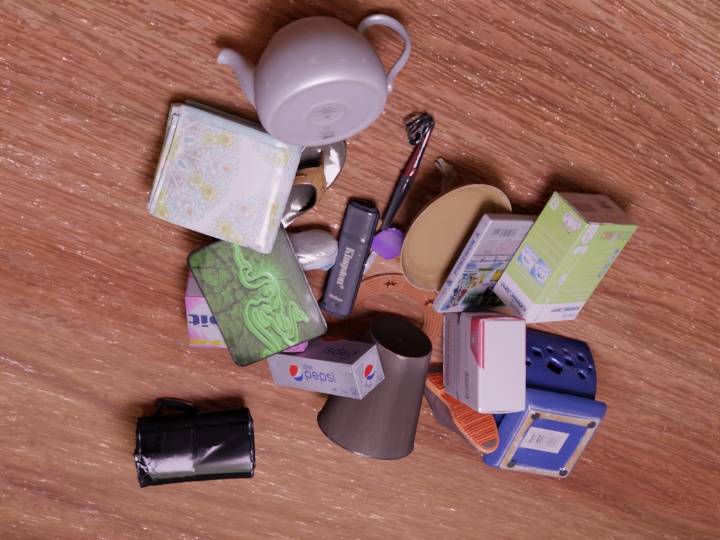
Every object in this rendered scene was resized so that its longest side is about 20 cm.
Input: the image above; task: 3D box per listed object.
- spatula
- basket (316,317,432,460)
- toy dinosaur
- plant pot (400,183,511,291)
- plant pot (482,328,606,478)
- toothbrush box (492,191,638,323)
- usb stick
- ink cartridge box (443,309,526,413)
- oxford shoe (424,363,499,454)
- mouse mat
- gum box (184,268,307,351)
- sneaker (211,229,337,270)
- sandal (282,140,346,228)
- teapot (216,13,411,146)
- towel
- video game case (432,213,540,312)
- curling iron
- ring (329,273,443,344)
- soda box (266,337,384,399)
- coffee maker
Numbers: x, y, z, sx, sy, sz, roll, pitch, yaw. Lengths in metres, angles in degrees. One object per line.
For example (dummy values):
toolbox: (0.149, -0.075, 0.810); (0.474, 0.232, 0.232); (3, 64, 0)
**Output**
spatula: (0.000, 0.000, 1.600); (0.056, 0.021, 0.200); (36, 113, -29)
basket: (0.039, 0.194, 1.655); (0.177, 0.137, 0.203); (16, 118, -8)
toy dinosaur: (0.152, -0.078, 1.549); (0.100, 0.059, 0.201); (-29, 124, 10)
plant pot: (0.143, -0.055, 1.518); (0.197, 0.028, 0.203); (-18, 135, -18)
plant pot: (0.304, 0.240, 1.722); (0.196, 0.181, 0.202); (12, 123, -18)
toothbrush box: (0.325, -0.019, 1.570); (0.144, 0.086, 0.202); (-2, 130, -42)
usb stick: (-0.017, -0.017, 1.564); (0.054, 0.033, 0.203); (17, 116, 3)
ink cartridge box: (0.198, 0.141, 1.598); (0.083, 0.200, 0.149); (0, 93, -12)
oxford shoe: (0.172, 0.251, 1.704); (0.070, 0.201, 0.074); (-12, 133, -25)
mouse mat: (-0.156, 0.036, 1.493); (0.158, 0.008, 0.203); (-22, 108, 6)
gum box: (-0.174, 0.063, 1.561); (0.195, 0.067, 0.115); (3, 134, -1)
sneaker: (-0.133, -0.028, 1.530); (0.196, 0.073, 0.073); (5, 136, -7)
sandal: (-0.090, -0.123, 1.463); (0.200, 0.055, 0.082); (-45, 120, 3)
teapot: (-0.057, -0.274, 1.331); (0.198, 0.149, 0.196); (9, 150, -45)
towel: (-0.198, -0.136, 1.419); (0.196, 0.048, 0.174); (18, 105, -7)
video game case: (0.225, -0.011, 1.579); (0.198, 0.022, 0.184); (-2, 130, -43)
curling iron: (0.066, -0.150, 1.502); (0.049, 0.026, 0.203); (6, 123, -22)
ring: (0.046, 0.093, 1.675); (0.196, 0.019, 0.203); (-5, 126, -7)
soda box: (-0.059, 0.152, 1.593); (0.197, 0.068, 0.065); (4, 119, 42)
coffee maker: (-0.276, 0.308, 1.665); (0.196, 0.192, 0.137); (-4, 110, -8)
